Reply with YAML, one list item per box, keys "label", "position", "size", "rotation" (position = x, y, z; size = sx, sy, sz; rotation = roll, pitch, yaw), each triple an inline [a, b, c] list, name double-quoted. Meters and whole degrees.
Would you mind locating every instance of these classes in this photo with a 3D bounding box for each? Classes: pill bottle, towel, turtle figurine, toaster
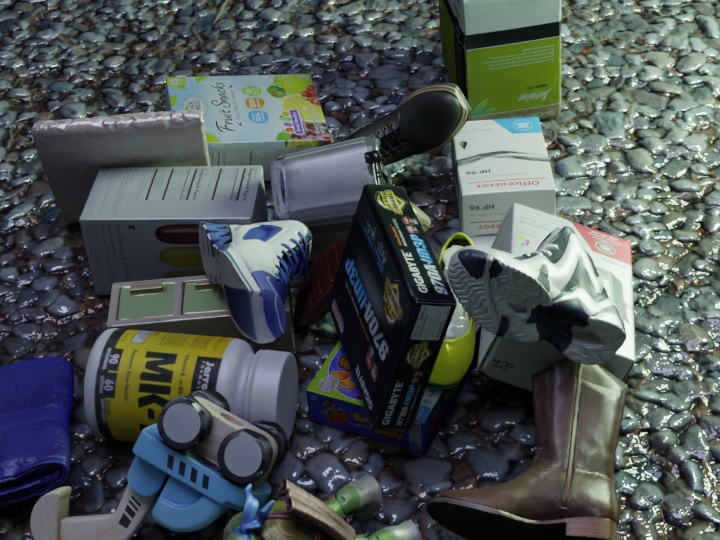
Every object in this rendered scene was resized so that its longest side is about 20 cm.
- label: "pill bottle"
  position: [-0.169, 0.122, 1.406]
  size: [0.198, 0.115, 0.115]
  rotation: [4, 39, 11]
- label: "towel"
  position: [-0.278, -0.126, 1.669]
  size: [0.198, 0.192, 0.033]
  rotation: [-6, 60, -3]
- label: "turtle figurine"
  position: [-0.053, 0.270, 1.245]
  size: [0.193, 0.202, 0.143]
  rotation: [-10, 8, -40]
- label: "towel"
  position: [-0.361, 0.166, 1.403]
  size: [0.146, 0.050, 0.200]
  rotation: [-10, 31, -4]
- label: "toaster"
  position: [-0.028, -0.079, 1.592]
  size: [0.128, 0.200, 0.115]
  rotation: [-10, 75, 4]

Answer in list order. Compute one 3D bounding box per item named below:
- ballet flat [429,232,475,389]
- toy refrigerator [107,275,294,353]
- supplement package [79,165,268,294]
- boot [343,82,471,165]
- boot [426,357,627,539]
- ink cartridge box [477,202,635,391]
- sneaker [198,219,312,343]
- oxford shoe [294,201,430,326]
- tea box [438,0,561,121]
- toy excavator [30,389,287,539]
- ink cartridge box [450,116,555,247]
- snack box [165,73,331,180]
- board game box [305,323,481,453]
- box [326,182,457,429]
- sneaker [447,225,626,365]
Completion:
- label: "ballet flat"
  position: [0.092, 0.034, 1.454]
  size: [0.066, 0.068, 0.201]
  rotation: [5, 40, 10]
- label: "toy refrigerator"
  position: [-0.174, 0.050, 1.532]
  size: [0.198, 0.070, 0.076]
  rotation: [-5, 39, 0]
- label: "supplement package"
  position: [-0.211, -0.047, 1.621]
  size: [0.198, 0.115, 0.110]
  rotation: [-1, 37, 6]
- label: "boot"
  position: [0.031, -0.151, 1.694]
  size: [0.199, 0.078, 0.138]
  rotation: [-28, 7, 44]
- label: "boot"
  position: [0.163, 0.164, 1.328]
  size: [0.184, 0.064, 0.201]
  rotation: [11, 55, -2]
- label: "ink cartridge box"
  position: [0.209, 0.036, 1.467]
  size: [0.146, 0.086, 0.201]
  rotation: [18, 38, -6]
- label: "sneaker"
  position: [-0.096, -0.008, 1.471]
  size: [0.114, 0.081, 0.200]
  rotation: [-13, 29, -16]
- label: "oxford shoe"
  position: [0.000, 0.000, 1.520]
  size: [0.074, 0.200, 0.071]
  rotation: [25, 36, -28]
- label: "tea box"
  position: [0.183, -0.330, 1.864]
  size: [0.132, 0.198, 0.201]
  rotation: [-8, 39, -4]
- label: "toy excavator"
  position: [-0.190, 0.205, 1.298]
  size: [0.193, 0.201, 0.100]
  rotation: [27, 3, 6]
- label: "ink cartridge box"
  position: [0.174, -0.103, 1.687]
  size: [0.115, 0.068, 0.201]
  rotation: [-5, 39, 1]
- label: "snack box"
  position: [-0.149, -0.187, 1.806]
  size: [0.198, 0.068, 0.169]
  rotation: [-4, 38, -12]
- label: "board game box"
  position: [0.046, 0.095, 1.473]
  size: [0.133, 0.045, 0.200]
  rotation: [13, 42, 21]
- label: "box"
  position: [0.027, 0.033, 1.385]
  size: [0.046, 0.160, 0.201]
  rotation: [4, 36, -20]
- label: "sneaker"
  position: [0.164, 0.002, 1.344]
  size: [0.198, 0.080, 0.130]
  rotation: [19, 35, -19]
